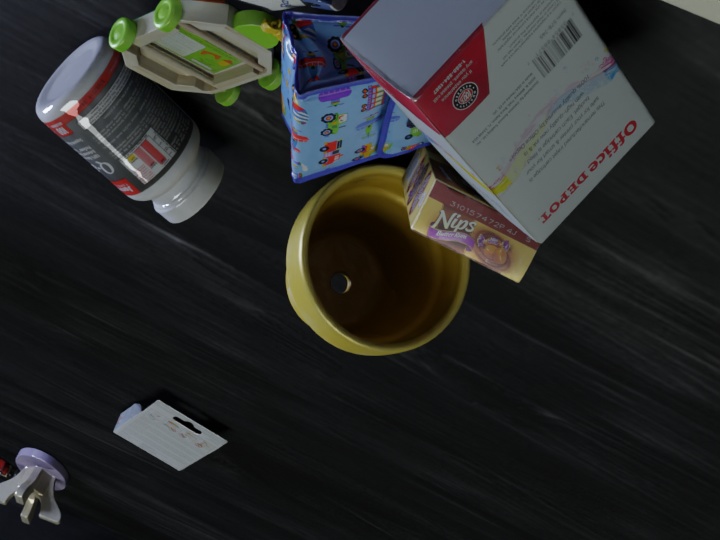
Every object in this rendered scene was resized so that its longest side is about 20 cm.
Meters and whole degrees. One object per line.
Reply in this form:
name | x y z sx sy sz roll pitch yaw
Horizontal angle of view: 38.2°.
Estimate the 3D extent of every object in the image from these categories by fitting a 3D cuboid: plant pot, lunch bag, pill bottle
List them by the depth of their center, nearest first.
lunch bag | 0.027 -0.171 0.986 0.196 0.096 0.151 -8 155 -8
pill bottle | -0.251 -0.151 1.160 0.115 0.117 0.200 -13 135 41
plant pot | 0.000 0.000 1.185 0.199 0.203 0.189 28 163 -12

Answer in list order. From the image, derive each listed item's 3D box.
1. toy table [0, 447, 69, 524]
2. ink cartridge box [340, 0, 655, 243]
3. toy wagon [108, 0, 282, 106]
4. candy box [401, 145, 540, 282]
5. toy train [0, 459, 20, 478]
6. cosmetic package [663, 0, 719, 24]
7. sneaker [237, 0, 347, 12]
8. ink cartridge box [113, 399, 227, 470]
toy table | -0.760 0.507 2.418 0.181 0.118 0.201 13 146 11
ink cartridge box | 0.114 -0.155 0.855 0.200 0.145 0.145 42 -176 -38
toy wagon | -0.144 -0.222 1.027 0.198 0.040 0.154 -10 159 39
candy box | 0.105 -0.064 1.023 0.115 0.200 0.057 26 104 -8
toy train | -0.879 0.474 2.514 0.199 0.034 0.046 34 142 -20
cosmetic package | 0.230 -0.258 0.743 0.197 0.105 0.088 20 146 -2
sneaker | -0.100 -0.291 0.890 0.113 0.082 0.200 -9 139 24
ink cartridge box | -0.355 0.296 1.955 0.161 0.051 0.199 35 137 -20
